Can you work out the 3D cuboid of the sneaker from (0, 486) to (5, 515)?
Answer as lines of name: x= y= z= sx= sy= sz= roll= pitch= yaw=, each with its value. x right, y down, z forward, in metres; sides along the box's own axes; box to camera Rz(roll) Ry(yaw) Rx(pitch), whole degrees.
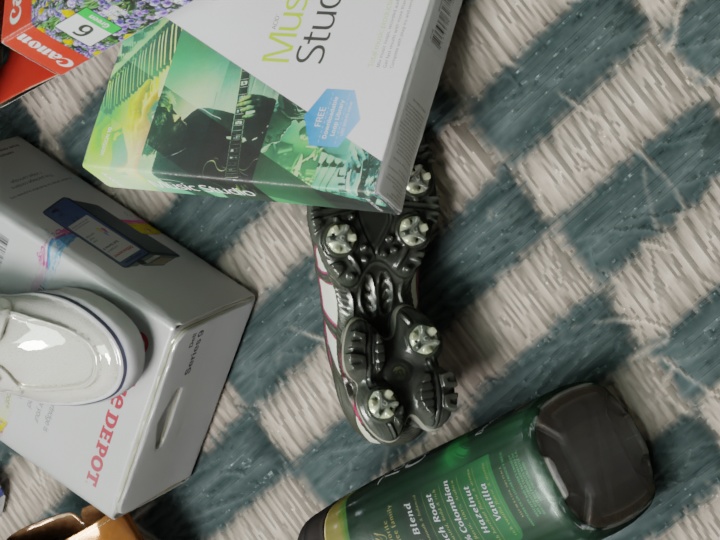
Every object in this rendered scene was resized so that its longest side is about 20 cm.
sneaker: x=-0.324 y=0.094 z=1.813 sx=0.199 sy=0.081 sz=0.115 roll=24 pitch=119 yaw=28

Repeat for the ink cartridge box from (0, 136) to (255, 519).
ink cartridge box: x=-0.180 y=0.034 z=1.694 sx=0.200 sy=0.087 sz=0.145 roll=33 pitch=121 yaw=23

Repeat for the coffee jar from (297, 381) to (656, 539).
coffee jar: x=0.060 y=0.138 z=1.555 sx=0.200 sy=0.104 sz=0.085 roll=-30 pitch=84 yaw=36

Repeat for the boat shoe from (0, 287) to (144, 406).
boat shoe: x=-0.220 y=0.044 z=1.627 sx=0.200 sy=0.070 sz=0.071 roll=11 pitch=111 yaw=31

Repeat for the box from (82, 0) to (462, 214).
box: x=-0.049 y=-0.109 z=1.546 sx=0.200 sy=0.036 sz=0.145 roll=5 pitch=70 yaw=33

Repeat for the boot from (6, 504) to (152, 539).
boot: x=-0.182 y=0.234 z=1.739 sx=0.200 sy=0.077 sz=0.155 roll=-23 pitch=109 yaw=31

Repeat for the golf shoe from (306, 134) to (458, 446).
golf shoe: x=0.000 y=0.000 z=1.568 sx=0.088 sy=0.077 sz=0.200 roll=157 pitch=110 yaw=-70

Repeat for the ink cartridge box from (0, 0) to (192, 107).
ink cartridge box: x=-0.165 y=-0.178 z=1.607 sx=0.200 sy=0.050 sz=0.109 roll=-25 pitch=51 yaw=36
